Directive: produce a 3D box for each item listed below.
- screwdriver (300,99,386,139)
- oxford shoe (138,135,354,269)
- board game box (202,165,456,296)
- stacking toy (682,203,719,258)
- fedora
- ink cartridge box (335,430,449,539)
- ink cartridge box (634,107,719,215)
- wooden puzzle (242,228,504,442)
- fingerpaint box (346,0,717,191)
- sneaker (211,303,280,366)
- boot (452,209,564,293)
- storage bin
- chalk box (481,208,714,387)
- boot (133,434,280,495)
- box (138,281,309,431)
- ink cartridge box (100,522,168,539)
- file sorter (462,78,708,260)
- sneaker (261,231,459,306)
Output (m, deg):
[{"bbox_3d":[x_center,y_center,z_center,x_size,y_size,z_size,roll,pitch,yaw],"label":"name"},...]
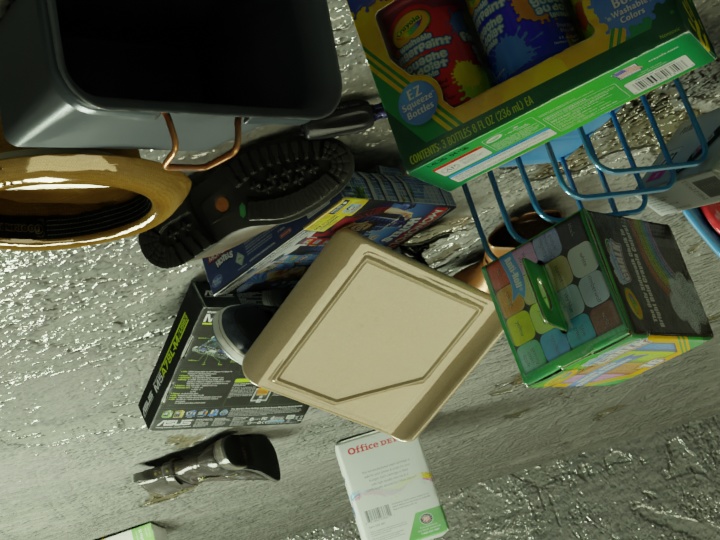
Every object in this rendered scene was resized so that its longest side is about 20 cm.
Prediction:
[{"bbox_3d":[0.046,-0.140,1.150,0.200,0.028,0.029,-14,-168,-15],"label":"screwdriver"},{"bbox_3d":[-0.093,-0.065,1.192,0.200,0.073,0.084,-21,178,16],"label":"oxford shoe"},{"bbox_3d":[-0.016,-0.043,1.314,0.200,0.062,0.200,0,154,-46],"label":"board game box"},{"bbox_3d":[0.473,-0.102,1.557,0.200,0.110,0.116,-44,165,33],"label":"stacking toy"},{"bbox_3d":[-0.225,-0.075,0.987,0.200,0.082,0.201,-7,164,-2],"label":"fedora"},{"bbox_3d":[0.052,0.377,2.358,0.145,0.200,0.088,-16,165,-7],"label":"ink cartridge box"},{"bbox_3d":[0.346,-0.137,1.258,0.174,0.044,0.200,-55,-174,-8],"label":"ink cartridge box"},{"bbox_3d":[0.015,0.063,1.300,0.200,0.037,0.185,26,114,-25],"label":"wooden puzzle"},{"bbox_3d":[0.101,-0.171,0.887,0.200,0.167,0.073,-25,162,23],"label":"fingerpaint box"},{"bbox_3d":[-0.034,0.042,1.335,0.202,0.077,0.146,14,137,-45],"label":"sneaker"},{"bbox_3d":[0.154,-0.005,1.568,0.200,0.074,0.155,-31,162,1],"label":"boot"},{"bbox_3d":[-0.132,-0.126,0.872,0.200,0.146,0.134,-3,166,-38],"label":"storage bin"},{"bbox_3d":[0.202,0.028,1.236,0.124,0.125,0.200,-32,156,36],"label":"chalk box"},{"bbox_3d":[-0.236,0.310,2.128,0.174,0.069,0.200,-23,154,22],"label":"boot"},{"bbox_3d":[-0.123,0.096,1.511,0.200,0.048,0.193,1,130,-33],"label":"box"},{"bbox_3d":[-0.462,0.537,2.547,0.200,0.067,0.117,-19,162,1],"label":"ink cartridge box"},{"bbox_3d":[0.196,-0.101,1.246,0.139,0.123,0.200,-7,159,-28],"label":"file sorter"},{"bbox_3d":[0.001,0.003,1.446,0.200,0.060,0.104,-12,174,-37],"label":"sneaker"}]
